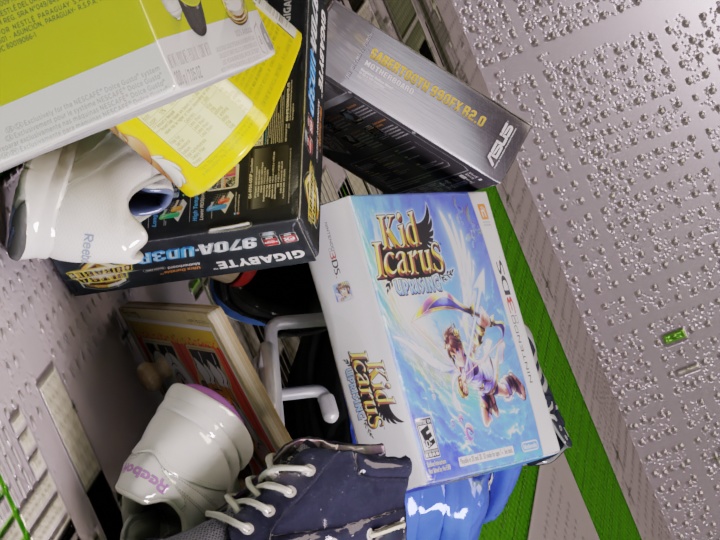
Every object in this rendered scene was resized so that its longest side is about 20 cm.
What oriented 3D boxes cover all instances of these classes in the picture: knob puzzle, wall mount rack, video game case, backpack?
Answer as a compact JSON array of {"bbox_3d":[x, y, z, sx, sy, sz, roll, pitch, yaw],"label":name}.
[{"bbox_3d":[-0.081,0.114,1.711,0.220,0.030,0.220,48,-22,27],"label":"knob puzzle"},{"bbox_3d":[-0.031,0.131,1.777,0.200,0.074,0.175,101,-16,-63],"label":"wall mount rack"},{"bbox_3d":[0.045,0.042,1.769,0.200,0.045,0.182,-5,77,-63],"label":"video game case"},{"bbox_3d":[0.033,0.125,1.978,0.163,0.167,0.201,100,-11,-53],"label":"backpack"}]

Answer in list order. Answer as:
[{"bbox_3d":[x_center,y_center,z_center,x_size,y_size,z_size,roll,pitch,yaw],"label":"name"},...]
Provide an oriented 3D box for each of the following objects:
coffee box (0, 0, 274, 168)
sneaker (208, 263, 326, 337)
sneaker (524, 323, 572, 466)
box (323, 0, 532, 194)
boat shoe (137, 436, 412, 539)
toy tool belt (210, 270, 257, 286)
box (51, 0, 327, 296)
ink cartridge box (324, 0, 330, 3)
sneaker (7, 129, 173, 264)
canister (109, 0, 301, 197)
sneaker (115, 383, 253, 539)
[{"bbox_3d":[-0.189,-0.154,1.414,0.200,0.199,0.199,-38,106,-76],"label":"coffee box"},{"bbox_3d":[0.000,0.001,1.878,0.111,0.199,0.077,-166,-108,-84],"label":"sneaker"},{"bbox_3d":[0.163,0.129,2.875,0.200,0.070,0.109,57,15,-57],"label":"sneaker"},{"bbox_3d":[0.010,-0.108,1.896,0.158,0.048,0.200,32,-12,-11],"label":"box"},{"bbox_3d":[-0.059,0.139,1.568,0.075,0.199,0.093,18,-77,54],"label":"boat shoe"},{"bbox_3d":[-0.132,-0.074,1.830,0.122,0.125,0.200,19,33,-22],"label":"toy tool belt"},{"bbox_3d":[-0.103,-0.087,1.723,0.046,0.158,0.201,65,21,-52],"label":"box"},{"bbox_3d":[-0.086,-0.231,1.760,0.199,0.146,0.085,13,70,-39],"label":"ink cartridge box"},{"bbox_3d":[-0.147,-0.070,1.656,0.075,0.087,0.201,107,-2,-47],"label":"sneaker"},{"bbox_3d":[-0.137,-0.152,1.609,0.200,0.086,0.149,41,33,-15],"label":"canister"},{"bbox_3d":[-0.104,0.154,1.648,0.100,0.075,0.200,-52,149,-29],"label":"sneaker"}]
